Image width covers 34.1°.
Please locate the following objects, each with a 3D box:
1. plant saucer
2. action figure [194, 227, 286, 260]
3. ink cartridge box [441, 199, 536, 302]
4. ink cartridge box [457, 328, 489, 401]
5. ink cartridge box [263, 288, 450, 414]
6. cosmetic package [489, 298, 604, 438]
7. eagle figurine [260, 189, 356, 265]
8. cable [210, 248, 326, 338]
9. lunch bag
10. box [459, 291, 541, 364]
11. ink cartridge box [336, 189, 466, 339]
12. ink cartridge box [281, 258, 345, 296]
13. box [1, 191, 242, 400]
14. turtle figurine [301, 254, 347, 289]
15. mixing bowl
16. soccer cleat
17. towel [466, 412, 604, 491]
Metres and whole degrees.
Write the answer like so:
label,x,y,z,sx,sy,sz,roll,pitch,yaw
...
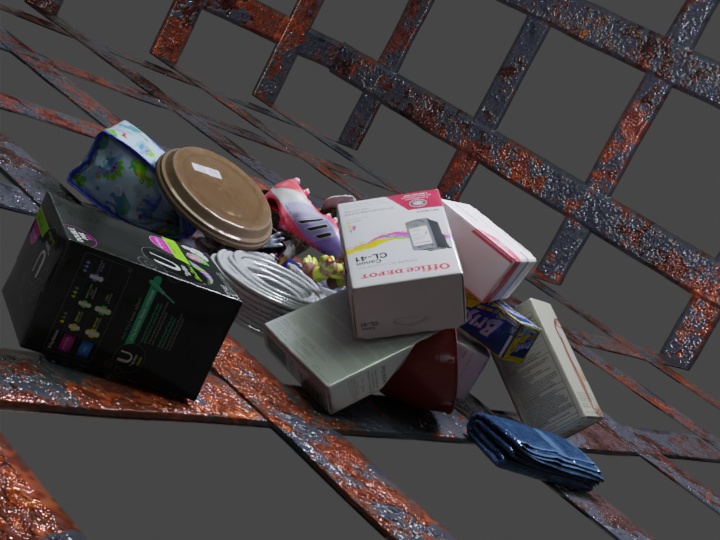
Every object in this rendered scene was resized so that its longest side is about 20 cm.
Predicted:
label,x,y,z,sx,sy,sz,roll,pitch,yaw
plant saucer,-0.206,-0.111,1.704,0.199,0.030,0.201,31,28,-19
action figure,-0.198,-0.046,1.848,0.135,0.149,0.200,55,-18,-19
ink cartridge box,0.171,-0.029,1.743,0.145,0.085,0.200,40,13,13
ink cartridge box,0.082,0.101,1.789,0.199,0.086,0.148,29,11,-11
ink cartridge box,-0.001,0.086,1.502,0.198,0.058,0.162,-20,37,-27
cosmetic package,0.278,0.157,1.800,0.087,0.103,0.202,14,50,-58
eagle figurine,-0.109,-0.070,1.977,0.199,0.153,0.150,28,43,34
cable,-0.128,0.038,1.633,0.199,0.070,0.200,15,17,-47
lunch bag,-0.322,-0.128,1.781,0.199,0.128,0.170,39,10,-7
box,0.174,0.060,1.779,0.199,0.065,0.070,37,12,34
ink cartridge box,0.050,-0.012,1.518,0.146,0.086,0.201,-8,34,-2
ink cartridge box,-0.060,0.031,1.915,0.199,0.039,0.099,18,16,-42
box,-0.250,0.027,1.224,0.198,0.125,0.149,21,12,-30
turtle figurine,0.000,0.000,1.722,0.199,0.065,0.160,-7,0,-42
mixing bowl,0.061,0.098,1.598,0.107,0.203,0.200,-3,17,-8
soccer cleat,-0.085,-0.070,1.849,0.200,0.076,0.067,50,-17,36
towel,0.246,0.252,1.650,0.199,0.049,0.112,20,13,-36
